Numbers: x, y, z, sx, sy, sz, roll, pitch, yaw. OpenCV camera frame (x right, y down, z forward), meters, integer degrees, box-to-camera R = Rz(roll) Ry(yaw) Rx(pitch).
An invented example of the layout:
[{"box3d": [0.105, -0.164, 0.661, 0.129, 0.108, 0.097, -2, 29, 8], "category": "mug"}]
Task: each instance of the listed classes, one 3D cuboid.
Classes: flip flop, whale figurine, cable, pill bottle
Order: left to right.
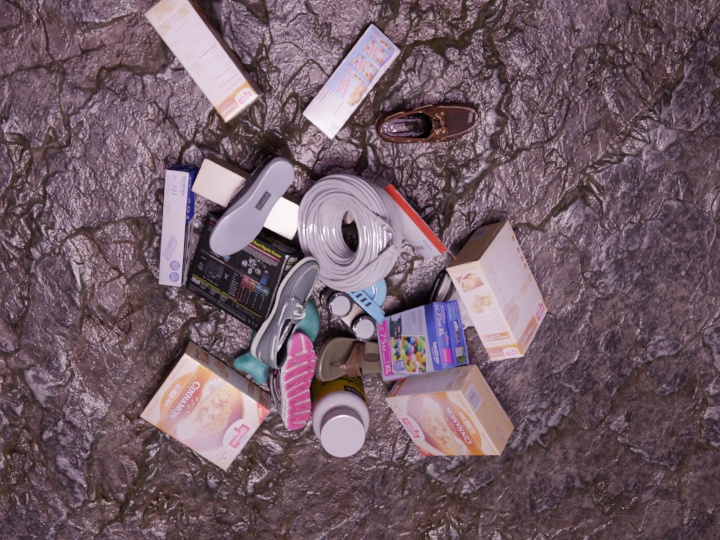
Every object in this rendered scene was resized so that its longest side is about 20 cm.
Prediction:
[{"box3d": [-0.162, 0.131, 1.292, 0.158, 0.104, 0.201, 37, 99, -14], "category": "whale figurine"}, {"box3d": [-0.039, 0.266, 1.288, 0.109, 0.200, 0.114, -1, 106, -5], "category": "pill bottle"}, {"box3d": [-0.021, -0.066, 1.164, 0.202, 0.069, 0.200, 55, 130, 16], "category": "cable"}, {"box3d": [-0.008, 0.171, 1.288, 0.198, 0.057, 0.083, 8, 92, -46], "category": "flip flop"}]

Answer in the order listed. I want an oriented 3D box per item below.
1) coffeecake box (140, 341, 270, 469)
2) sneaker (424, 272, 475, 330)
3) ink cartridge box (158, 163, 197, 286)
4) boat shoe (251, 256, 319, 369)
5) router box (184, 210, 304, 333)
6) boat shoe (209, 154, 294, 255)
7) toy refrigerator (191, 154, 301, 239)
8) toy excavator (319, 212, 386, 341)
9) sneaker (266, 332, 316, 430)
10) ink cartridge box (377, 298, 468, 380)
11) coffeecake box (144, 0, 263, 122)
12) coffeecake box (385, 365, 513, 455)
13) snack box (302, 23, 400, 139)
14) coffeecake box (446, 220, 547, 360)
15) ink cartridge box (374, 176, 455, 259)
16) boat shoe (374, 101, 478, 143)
[{"box3d": [-0.297, 0.263, 1.322, 0.199, 0.073, 0.154, 36, 98, -14], "category": "coffeecake box"}, {"box3d": [0.168, 0.117, 1.333, 0.114, 0.076, 0.204, 23, 99, -9], "category": "sneaker"}, {"box3d": [-0.328, -0.084, 1.225, 0.043, 0.094, 0.204, 6, 105, -6], "category": "ink cartridge box"}, {"box3d": [-0.115, 0.075, 1.165, 0.072, 0.061, 0.202, 24, 97, -56], "category": "boat shoe"}, {"box3d": [-0.212, 0.000, 1.226, 0.198, 0.062, 0.152, 27, 105, 24], "category": "router box"}, {"box3d": [-0.192, -0.118, 1.167, 0.069, 0.066, 0.201, 32, 97, -35], "category": "boat shoe"}, {"box3d": [-0.201, -0.131, 1.234, 0.197, 0.076, 0.071, 25, 101, -12], "category": "toy refrigerator"}, {"box3d": [0.000, 0.000, 1.289, 0.194, 0.100, 0.201, 43, 83, -13], "category": "toy excavator"}, {"box3d": [-0.134, 0.195, 1.257, 0.073, 0.087, 0.204, -18, 125, -34], "category": "sneaker"}, {"box3d": [0.109, 0.131, 1.263, 0.041, 0.198, 0.122, 4, 73, -42], "category": "ink cartridge box"}, {"box3d": [-0.252, -0.354, 1.130, 0.073, 0.154, 0.201, -35, 106, 5], "category": "coffeecake box"}, {"box3d": [0.168, 0.273, 1.305, 0.155, 0.198, 0.073, 56, 49, -15], "category": "coffeecake box"}, {"box3d": [-0.017, -0.338, 1.223, 0.072, 0.024, 0.201, 38, 98, -12], "category": "snack box"}, {"box3d": [0.259, 0.037, 1.265, 0.072, 0.154, 0.202, -14, 111, 41], "category": "coffeecake box"}, {"box3d": [0.084, -0.083, 1.208, 0.050, 0.200, 0.162, -41, 104, 7], "category": "ink cartridge box"}, {"box3d": [0.124, -0.264, 1.233, 0.195, 0.070, 0.072, -10, 105, -4], "category": "boat shoe"}]
